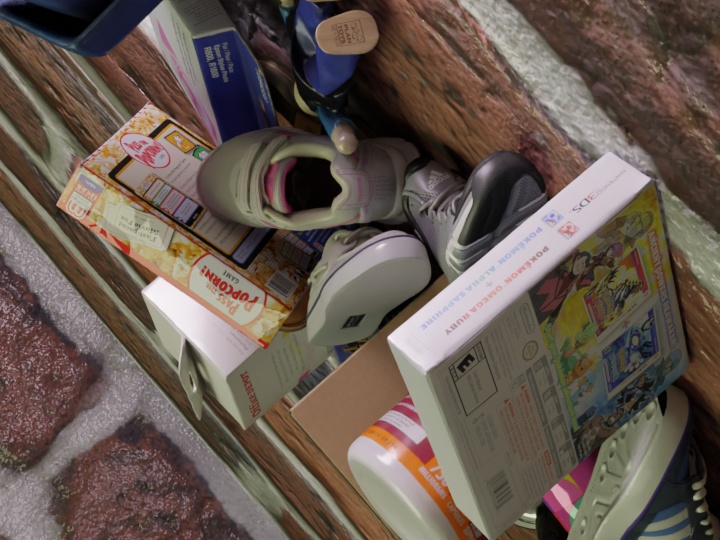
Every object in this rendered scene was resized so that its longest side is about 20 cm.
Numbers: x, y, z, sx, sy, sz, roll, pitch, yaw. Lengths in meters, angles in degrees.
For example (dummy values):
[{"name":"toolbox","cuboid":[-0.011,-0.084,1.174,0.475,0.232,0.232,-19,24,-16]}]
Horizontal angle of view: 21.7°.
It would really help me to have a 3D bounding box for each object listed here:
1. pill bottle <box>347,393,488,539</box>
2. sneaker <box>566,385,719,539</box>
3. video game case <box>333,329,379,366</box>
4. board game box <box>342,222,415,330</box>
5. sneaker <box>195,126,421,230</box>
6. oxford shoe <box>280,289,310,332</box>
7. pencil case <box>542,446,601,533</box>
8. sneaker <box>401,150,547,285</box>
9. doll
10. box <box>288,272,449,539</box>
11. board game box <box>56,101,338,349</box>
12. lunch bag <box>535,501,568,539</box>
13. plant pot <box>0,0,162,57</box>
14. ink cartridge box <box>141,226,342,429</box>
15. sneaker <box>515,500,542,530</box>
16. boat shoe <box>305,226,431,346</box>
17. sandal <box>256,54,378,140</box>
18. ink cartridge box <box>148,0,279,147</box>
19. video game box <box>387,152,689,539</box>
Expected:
[{"name":"pill bottle","cuboid":[0.097,0.105,1.316,0.113,0.200,0.113,45,165,16]},{"name":"sneaker","cuboid":[0.241,0.171,1.342,0.081,0.146,0.201,-92,18,-54]},{"name":"video game case","cuboid":[0.018,0.103,1.639,0.181,0.045,0.201,63,-174,-62]},{"name":"board game box","cuboid":[0.035,0.046,1.533,0.136,0.034,0.200,67,-177,-48]},{"name":"sneaker","cuboid":[-0.054,-0.071,1.414,0.199,0.088,0.082,-1,92,37]},{"name":"oxford shoe","cuboid":[-0.085,-0.044,1.649,0.071,0.071,0.201,116,138,-69]},{"name":"pencil case","cuboid":[0.155,0.128,1.448,0.200,0.088,0.088,48,166,-1]},{"name":"sneaker","cuboid":[0.066,-0.046,1.297,0.116,0.075,0.200,54,163,25]},{"name":"doll","cuboid":[-0.026,-0.149,1.339,0.200,0.048,0.137,120,130,-77]},{"name":"box","cuboid":[0.072,0.101,1.382,0.164,0.200,0.021,50,166,-2]},{"name":"board game box","cuboid":[-0.125,-0.040,1.512,0.200,0.046,0.152,35,-151,0]},{"name":"lunch bag","cuboid":[0.226,0.284,1.538,0.200,0.118,0.164,31,155,46]},{"name":"plant pot","cuboid":[-0.208,-0.271,1.318,0.180,0.200,0.200,50,168,-32]},{"name":"ink cartridge box","cuboid":[-0.100,0.037,1.741,0.125,0.200,0.129,43,164,23]},{"name":"sneaker","cuboid":[0.106,0.138,1.624,0.200,0.076,0.116,41,165,39]},{"name":"boat shoe","cuboid":[0.000,0.000,1.398,0.200,0.072,0.066,121,140,-69]},{"name":"sandal","cuboid":[-0.032,-0.098,1.489,0.200,0.054,0.080,42,164,30]},{"name":"ink cartridge box","cuboid":[-0.125,-0.171,1.532,0.200,0.043,0.197,59,171,28]},{"name":"video game box","cuboid":[0.116,0.051,1.162,0.047,0.182,0.200,43,164,37]}]
